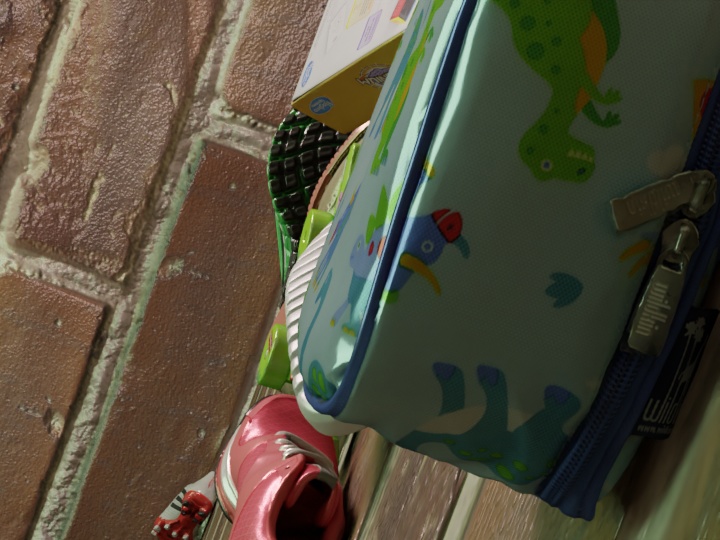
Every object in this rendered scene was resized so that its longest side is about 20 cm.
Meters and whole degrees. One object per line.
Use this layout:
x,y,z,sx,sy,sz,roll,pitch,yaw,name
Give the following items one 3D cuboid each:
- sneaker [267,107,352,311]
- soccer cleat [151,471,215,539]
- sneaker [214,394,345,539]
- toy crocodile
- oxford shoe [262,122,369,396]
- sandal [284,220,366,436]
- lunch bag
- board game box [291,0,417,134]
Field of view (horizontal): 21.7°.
-0.029,-0.026,1.315,0.085,0.078,0.200,106,168,-79,sneaker
-0.282,0.396,3.108,0.085,0.069,0.200,-54,2,-39,soccer cleat
-0.032,0.125,0.997,0.087,0.074,0.200,-52,17,31,sneaker
-0.012,0.020,1.134,0.062,0.067,0.200,153,135,-77,toy crocodile
0.000,0.000,1.205,0.074,0.071,0.200,43,118,63,oxford shoe
0.000,0.028,1.002,0.203,0.082,0.050,-78,-34,-55,sandal
0.044,-0.036,0.473,0.200,0.082,0.161,-113,43,-85,lunch bag
0.045,-0.174,1.041,0.200,0.040,0.153,-23,44,58,board game box
